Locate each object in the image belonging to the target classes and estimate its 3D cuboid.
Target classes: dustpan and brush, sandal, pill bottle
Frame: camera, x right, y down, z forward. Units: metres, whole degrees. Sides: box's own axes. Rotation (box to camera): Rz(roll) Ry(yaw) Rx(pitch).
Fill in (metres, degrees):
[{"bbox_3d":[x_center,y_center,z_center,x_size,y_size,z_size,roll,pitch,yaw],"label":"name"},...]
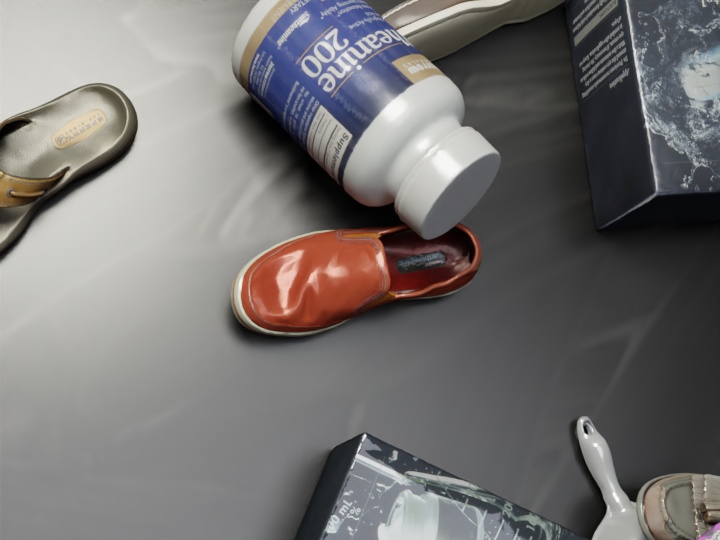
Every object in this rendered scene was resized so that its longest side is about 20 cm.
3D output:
[{"bbox_3d":[0.214,0.207,1.015,0.138,0.057,0.203,-17,88,-29],"label":"dustpan and brush"},{"bbox_3d":[-0.245,-0.073,0.961,0.199,0.055,0.082,-35,87,-19],"label":"sandal"},{"bbox_3d":[0.006,-0.120,0.977,0.111,0.111,0.200,-39,70,-18],"label":"pill bottle"}]

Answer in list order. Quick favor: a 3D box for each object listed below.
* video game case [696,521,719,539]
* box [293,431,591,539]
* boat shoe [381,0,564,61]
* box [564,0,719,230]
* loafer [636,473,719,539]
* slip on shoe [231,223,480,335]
[{"bbox_3d":[0.281,0.256,0.955,0.199,0.036,0.182,-35,121,-11],"label":"video game case"},{"bbox_3d":[0.039,0.248,0.921,0.195,0.124,0.202,25,73,-5],"label":"box"},{"bbox_3d":[0.090,-0.224,1.071,0.198,0.072,0.060,-25,78,-21],"label":"boat shoe"},{"bbox_3d":[0.287,-0.146,1.076,0.194,0.117,0.203,-4,79,-15],"label":"box"},{"bbox_3d":[0.293,0.190,0.994,0.198,0.063,0.073,20,59,-31],"label":"loafer"},{"bbox_3d":[0.000,0.000,0.993,0.197,0.061,0.075,-11,82,-14],"label":"slip on shoe"}]
